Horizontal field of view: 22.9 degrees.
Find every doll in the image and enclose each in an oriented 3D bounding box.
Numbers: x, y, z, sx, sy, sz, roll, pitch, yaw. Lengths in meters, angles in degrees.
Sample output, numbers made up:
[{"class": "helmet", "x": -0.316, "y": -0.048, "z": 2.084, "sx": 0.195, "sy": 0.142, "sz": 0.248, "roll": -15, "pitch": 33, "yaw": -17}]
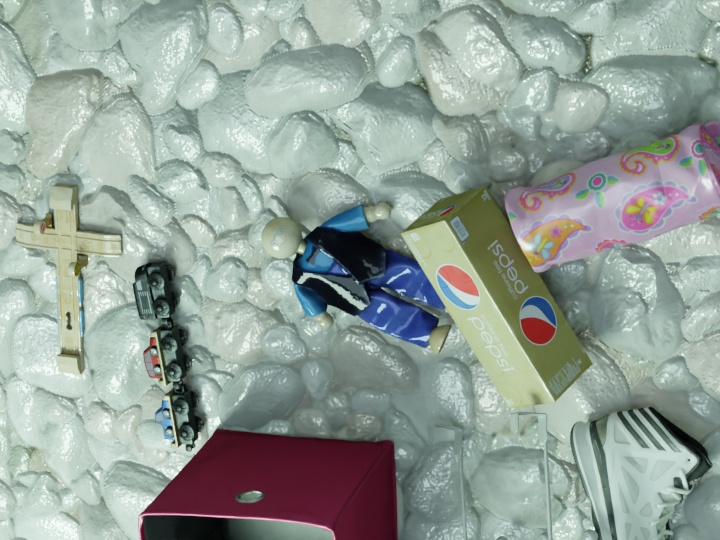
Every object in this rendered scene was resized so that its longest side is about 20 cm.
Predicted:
[{"class": "doll", "x": 0.000, "y": 0.000, "z": 1.680, "sx": 0.200, "sy": 0.048, "sz": 0.136, "roll": 24, "pitch": 103, "yaw": 6}]

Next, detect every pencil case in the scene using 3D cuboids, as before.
[{"class": "pencil case", "x": 0.230, "y": -0.065, "z": 1.571, "sx": 0.200, "sy": 0.087, "sz": 0.087, "roll": -20, "pitch": 102, "yaw": 21}]

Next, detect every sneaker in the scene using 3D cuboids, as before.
[{"class": "sneaker", "x": 0.276, "y": 0.221, "z": 1.641, "sx": 0.115, "sy": 0.076, "sz": 0.201, "roll": -20, "pitch": 83, "yaw": 20}]

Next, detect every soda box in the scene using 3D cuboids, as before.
[{"class": "soda box", "x": 0.125, "y": 0.027, "z": 1.623, "sx": 0.068, "sy": 0.064, "sz": 0.200, "roll": -15, "pitch": 110, "yaw": 53}]

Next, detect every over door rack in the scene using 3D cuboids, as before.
[{"class": "over door rack", "x": 0.147, "y": 0.230, "z": 1.664, "sx": 0.148, "sy": 0.067, "sz": 0.200, "roll": -18, "pitch": 83, "yaw": 55}]

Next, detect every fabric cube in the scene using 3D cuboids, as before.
[{"class": "fabric cube", "x": -0.079, "y": 0.284, "z": 1.722, "sx": 0.196, "sy": 0.199, "sz": 0.200, "roll": 2, "pitch": 109, "yaw": 17}]

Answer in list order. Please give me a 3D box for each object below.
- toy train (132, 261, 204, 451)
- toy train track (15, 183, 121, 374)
[{"class": "toy train", "x": -0.195, "y": 0.088, "z": 1.779, "sx": 0.046, "sy": 0.034, "sz": 0.200, "roll": -3, "pitch": 107, "yaw": 22}, {"class": "toy train track", "x": -0.297, "y": 0.014, "z": 1.785, "sx": 0.115, "sy": 0.033, "sz": 0.200, "roll": 6, "pitch": 111, "yaw": 15}]
